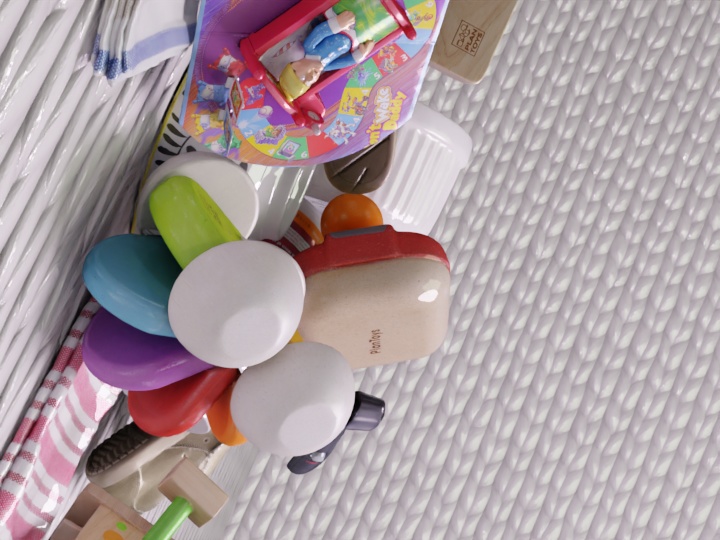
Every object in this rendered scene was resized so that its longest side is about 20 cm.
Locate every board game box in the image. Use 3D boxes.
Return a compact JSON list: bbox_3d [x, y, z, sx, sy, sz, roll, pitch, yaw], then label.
[{"bbox_3d":[-0.020,-0.129,0.784,0.039,0.157,0.200,-113,-149,-42],"label":"board game box"}]

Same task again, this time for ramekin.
[{"bbox_3d":[-0.010,-0.096,1.155,0.200,0.199,0.105,85,25,-84],"label":"ramekin"}]

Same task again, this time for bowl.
[{"bbox_3d":[-0.087,-0.081,0.978,0.201,0.094,0.201,22,90,-87],"label":"bowl"}]

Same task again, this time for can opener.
[{"bbox_3d":[-0.039,0.162,1.254,0.200,0.078,0.064,128,-17,-60],"label":"can opener"}]

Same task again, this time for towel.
[{"bbox_3d":[-0.088,-0.203,0.704,0.147,0.024,0.201,-61,173,-71],"label":"towel"},{"bbox_3d":[-0.207,0.112,0.911,0.146,0.030,0.201,103,11,-70],"label":"towel"}]

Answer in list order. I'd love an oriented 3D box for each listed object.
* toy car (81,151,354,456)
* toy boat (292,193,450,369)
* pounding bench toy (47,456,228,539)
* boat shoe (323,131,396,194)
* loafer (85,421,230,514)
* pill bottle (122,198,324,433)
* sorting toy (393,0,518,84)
[{"bbox_3d":[-0.105,0.035,0.849,0.200,0.150,0.175,63,-2,-40],"label":"toy car"},{"bbox_3d":[0.000,0.000,1.036,0.200,0.130,0.131,87,-6,-67],"label":"toy boat"},{"bbox_3d":[-0.186,0.241,0.937,0.200,0.124,0.156,-53,-178,22],"label":"pounding bench toy"},{"bbox_3d":[0.004,-0.159,0.945,0.065,0.072,0.201,-109,-156,-65],"label":"boat shoe"},{"bbox_3d":[-0.139,0.139,1.125,0.200,0.068,0.076,-31,-153,-11],"label":"loafer"},{"bbox_3d":[-0.114,0.027,1.077,0.200,0.113,0.113,-62,175,-25],"label":"pill bottle"},{"bbox_3d":[0.024,-0.254,0.849,0.201,0.198,0.070,-66,-161,0],"label":"sorting toy"}]
